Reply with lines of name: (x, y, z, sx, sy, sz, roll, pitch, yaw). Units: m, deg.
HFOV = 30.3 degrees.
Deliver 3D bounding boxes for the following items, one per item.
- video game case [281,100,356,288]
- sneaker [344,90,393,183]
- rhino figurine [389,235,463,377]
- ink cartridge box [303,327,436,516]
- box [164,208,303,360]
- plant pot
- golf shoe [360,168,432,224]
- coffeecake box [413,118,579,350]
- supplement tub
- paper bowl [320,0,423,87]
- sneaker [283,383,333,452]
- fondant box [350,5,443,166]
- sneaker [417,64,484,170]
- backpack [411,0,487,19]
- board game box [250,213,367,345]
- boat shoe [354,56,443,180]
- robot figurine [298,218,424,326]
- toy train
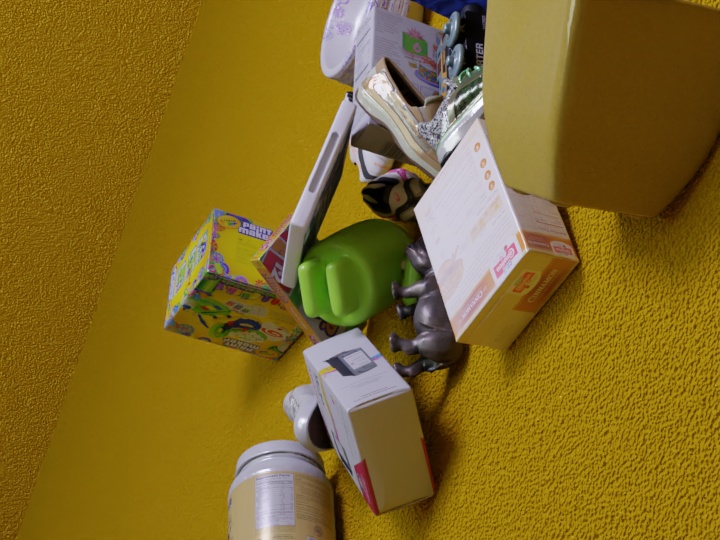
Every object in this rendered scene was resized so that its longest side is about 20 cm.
video game case: (-0.054, -0.093, 1.692, 0.200, 0.023, 0.183, 107, -175, -67)
sneaker: (0.005, -0.200, 1.983, 0.201, 0.073, 0.080, -106, 37, -55)
rhino figurine: (0.084, 0.036, 1.612, 0.060, 0.087, 0.202, 68, -159, -54)
ink cartridge box: (0.009, 0.178, 1.595, 0.200, 0.085, 0.149, -138, 30, -66)
box: (-0.180, 0.027, 2.099, 0.193, 0.198, 0.123, -46, 34, 48)
plant pot: (0.225, -0.160, 1.264, 0.194, 0.194, 0.202, -149, 69, -68)
golf shoe: (0.040, -0.107, 1.804, 0.200, 0.091, 0.073, -163, 89, -70)
coffeecake box: (0.146, -0.040, 1.477, 0.154, 0.072, 0.201, -55, 37, 39)
supplement tub: (-0.104, 0.342, 1.756, 0.146, 0.144, 0.201, -55, 28, 38)
paper bowl: (0.023, -0.374, 2.021, 0.201, 0.104, 0.202, -49, 33, 47)
sneaker: (-0.069, 0.194, 1.753, 0.200, 0.084, 0.074, -31, -67, -75)
fondant box: (0.066, -0.238, 1.761, 0.058, 0.143, 0.202, 134, 146, -52)
sneaker: (0.135, -0.213, 1.541, 0.089, 0.077, 0.200, 41, 96, 28)
backpack: (0.114, -0.431, 1.708, 0.168, 0.198, 0.164, -21, 54, 64)
board game box: (-0.061, 0.029, 1.802, 0.030, 0.201, 0.096, -3, 39, 48)
boat shoe: (0.078, -0.179, 1.608, 0.072, 0.200, 0.076, -24, -27, -56)
robot figurine: (0.000, 0.000, 1.708, 0.174, 0.200, 0.117, -4, 104, 31)
toy train: (0.137, -0.237, 1.683, 0.114, 0.084, 0.202, 115, 158, -57)
